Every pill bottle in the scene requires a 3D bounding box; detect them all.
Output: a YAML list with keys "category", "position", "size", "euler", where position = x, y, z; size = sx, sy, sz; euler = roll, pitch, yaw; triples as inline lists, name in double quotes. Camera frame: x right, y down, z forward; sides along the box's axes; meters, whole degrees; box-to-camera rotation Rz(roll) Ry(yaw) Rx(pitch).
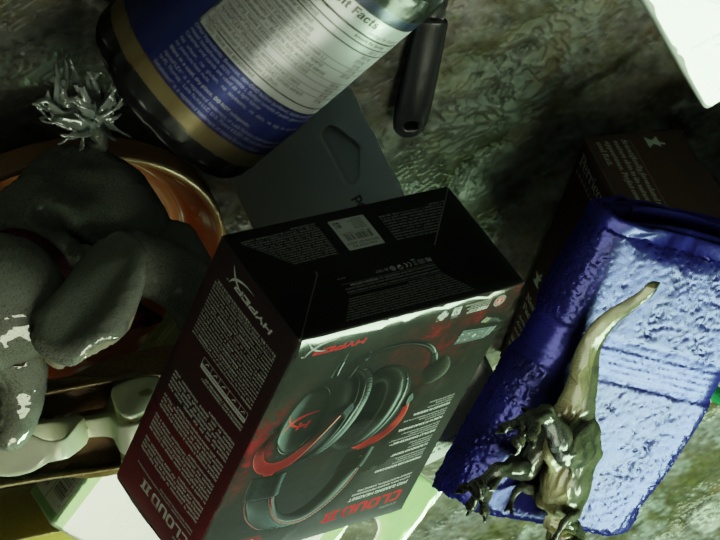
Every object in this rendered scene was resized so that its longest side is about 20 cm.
- category: "pill bottle"
  position: [-0.027, -0.147, 1.470]
  size: [0.200, 0.112, 0.112]
  euler: [-40, 140, 18]

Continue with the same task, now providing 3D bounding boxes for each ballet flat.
- category: "ballet flat"
  position: [-0.154, 0.086, 1.590]
  size: [0.200, 0.072, 0.068]
  euler: [-8, 103, -10]

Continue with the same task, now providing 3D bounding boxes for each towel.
- category: "towel"
  position: [0.137, 0.052, 1.642]
  size: [0.147, 0.050, 0.200]
  euler: [14, 114, -35]

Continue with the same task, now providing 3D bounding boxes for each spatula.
- category: "spatula"
  position: [0.043, -0.144, 1.585]
  size: [0.056, 0.021, 0.200]
  euler: [1, 140, -11]

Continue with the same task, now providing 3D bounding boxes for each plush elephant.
- category: "plush elephant"
  position: [-0.161, 0.015, 1.490]
  size: [0.155, 0.164, 0.200]
  euler: [-51, 143, -39]

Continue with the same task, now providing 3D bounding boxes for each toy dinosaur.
- category: "toy dinosaur"
  position: [0.104, 0.096, 1.592]
  size: [0.088, 0.047, 0.200]
  euler: [-15, 129, -38]

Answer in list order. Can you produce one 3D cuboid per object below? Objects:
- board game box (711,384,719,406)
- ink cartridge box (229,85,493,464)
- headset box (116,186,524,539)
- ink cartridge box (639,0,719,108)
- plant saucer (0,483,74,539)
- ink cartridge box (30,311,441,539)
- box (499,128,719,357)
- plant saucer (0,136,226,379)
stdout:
- category: "board game box"
  position: [0.238, 0.024, 1.770]
  size: [0.200, 0.026, 0.200]
  euler: [-27, 146, -63]
- category: "ink cartridge box"
  position: [0.000, 0.000, 1.631]
  size: [0.083, 0.147, 0.200]
  euler: [-27, 142, 1]
- category: "headset box"
  position: [-0.026, 0.063, 1.485]
  size: [0.148, 0.075, 0.200]
  euler: [-13, 143, -38]
- category: "ink cartridge box"
  position: [0.151, -0.200, 1.476]
  size: [0.084, 0.144, 0.200]
  euler: [-29, 142, 6]
- category: "plant saucer"
  position: [-0.204, 0.178, 1.784]
  size: [0.200, 0.049, 0.200]
  euler: [-10, 154, -21]
- category: "ink cartridge box"
  position: [-0.069, 0.127, 1.700]
  size: [0.200, 0.048, 0.146]
  euler: [35, 94, -32]
- category: "box"
  position: [0.157, 0.020, 1.780]
  size: [0.075, 0.100, 0.200]
  euler: [-5, 138, -24]
- category: "plant saucer"
  position: [-0.174, -0.003, 1.628]
  size: [0.200, 0.032, 0.201]
  euler: [-14, 141, -12]
